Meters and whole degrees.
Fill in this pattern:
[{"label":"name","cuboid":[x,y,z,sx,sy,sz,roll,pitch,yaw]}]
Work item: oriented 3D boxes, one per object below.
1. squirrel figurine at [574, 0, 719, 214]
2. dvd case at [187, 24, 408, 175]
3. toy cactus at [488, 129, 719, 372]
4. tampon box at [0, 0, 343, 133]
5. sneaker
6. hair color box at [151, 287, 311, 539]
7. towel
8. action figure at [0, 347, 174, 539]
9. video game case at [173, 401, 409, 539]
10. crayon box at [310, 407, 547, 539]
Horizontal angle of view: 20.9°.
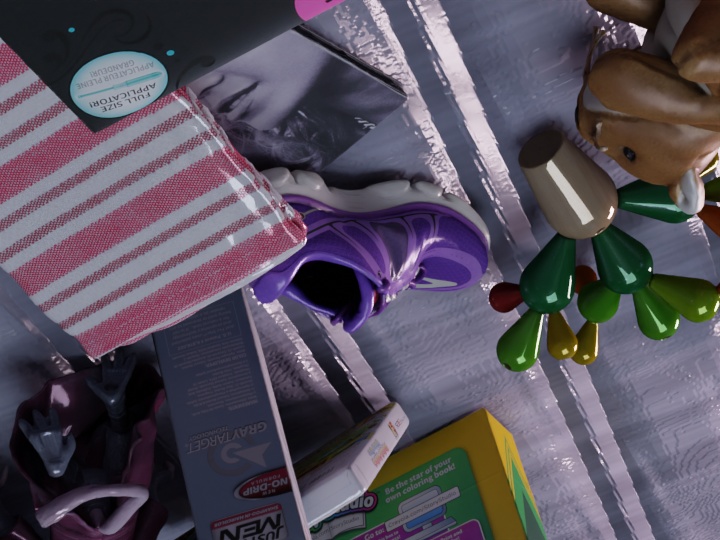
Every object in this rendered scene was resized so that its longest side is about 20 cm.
[{"label":"squirrel figurine","cuboid":[0.208,-0.110,1.027,0.198,0.142,0.187,-2,149,-15]},{"label":"dvd case","cuboid":[-0.091,-0.086,1.025,0.148,0.016,0.199,-37,140,26]},{"label":"toy cactus","cuboid":[0.151,-0.025,1.173,0.199,0.103,0.165,-28,125,18]},{"label":"tampon box","cuboid":[-0.106,-0.182,0.793,0.149,0.127,0.200,-26,144,12]},{"label":"sneaker","cuboid":[0.000,0.000,1.114,0.199,0.084,0.081,3,144,-44]},{"label":"hair color box","cuboid":[-0.073,0.103,1.127,0.060,0.201,0.099,-16,145,-2]},{"label":"towel","cuboid":[-0.137,-0.051,0.989,0.146,0.030,0.200,-28,123,19]},{"label":"action figure","cuboid":[-0.159,0.153,1.216,0.133,0.149,0.201,-11,131,-21]},{"label":"video game case","cuboid":[-0.066,0.162,1.261,0.199,0.023,0.182,-34,-178,13]},{"label":"crayon box","cuboid":[0.034,0.218,1.354,0.199,0.173,0.058,-28,141,15]}]
